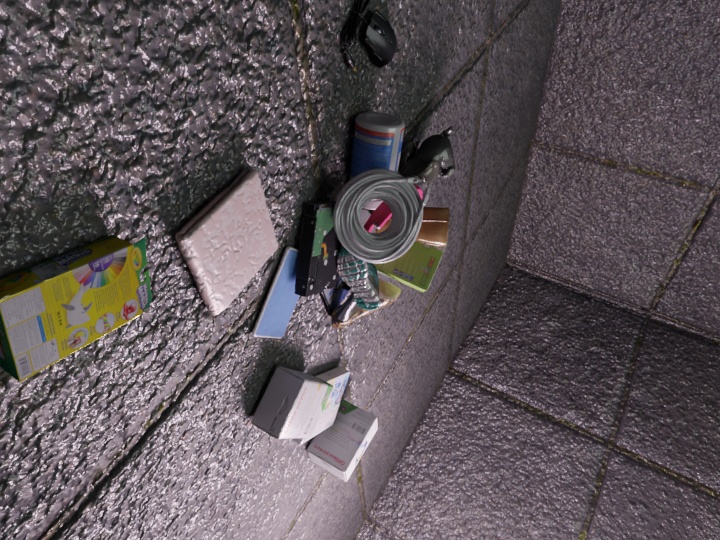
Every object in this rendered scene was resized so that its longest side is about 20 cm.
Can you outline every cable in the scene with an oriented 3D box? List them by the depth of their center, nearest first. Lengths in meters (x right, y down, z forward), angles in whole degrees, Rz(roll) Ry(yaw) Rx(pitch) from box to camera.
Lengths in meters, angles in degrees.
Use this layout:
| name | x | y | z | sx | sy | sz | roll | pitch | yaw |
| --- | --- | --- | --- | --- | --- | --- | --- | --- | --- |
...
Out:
| name | x | y | z | sx | sy | sz | roll | pitch | yaw |
| --- | --- | --- | --- | --- | --- | --- | --- | --- | --- |
| cable | 0.037 | -0.119 | 1.154 | 0.069 | 0.198 | 0.202 | -133 | -125 | -73 |

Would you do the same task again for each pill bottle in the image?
| name | x | y | z | sx | sy | sz | roll | pitch | yaw |
| --- | --- | --- | --- | --- | --- | --- | --- | --- | --- |
| pill bottle | 0.033 | -0.247 | 1.210 | 0.112 | 0.111 | 0.202 | -38 | 143 | -50 |

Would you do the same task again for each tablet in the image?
| name | x | y | z | sx | sy | sz | roll | pitch | yaw |
| --- | --- | --- | --- | --- | --- | --- | --- | --- | --- |
| tablet | -0.166 | 0.051 | 1.155 | 0.202 | 0.014 | 0.130 | -67 | 158 | 0 |

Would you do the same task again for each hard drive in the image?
| name | x | y | z | sx | sy | sz | roll | pitch | yaw |
| --- | --- | --- | --- | --- | --- | --- | --- | --- | --- |
| hard drive | -0.087 | -0.052 | 1.180 | 0.139 | 0.037 | 0.202 | -19 | 121 | -63 |

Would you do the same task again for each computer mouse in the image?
| name | x | y | z | sx | sy | sz | roll | pitch | yaw |
| --- | --- | --- | --- | --- | --- | --- | --- | --- | --- |
| computer mouse | 0.027 | -0.458 | 1.088 | 0.142 | 0.046 | 0.200 | -67 | 158 | -7 |
| computer mouse | 0.005 | -0.051 | 1.333 | 0.109 | 0.044 | 0.202 | -14 | 117 | -40 |

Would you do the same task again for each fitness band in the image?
| name | x | y | z | sx | sy | sz | roll | pitch | yaw |
| --- | --- | --- | --- | --- | --- | --- | --- | --- | --- |
| fitness band | 0.075 | -0.123 | 1.271 | 0.200 | 0.037 | 0.144 | -47 | 159 | -7 |

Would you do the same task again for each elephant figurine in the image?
| name | x | y | z | sx | sy | sz | roll | pitch | yaw |
| --- | --- | --- | --- | --- | --- | --- | --- | --- | --- |
| elephant figurine | 0.166 | -0.287 | 1.475 | 0.199 | 0.141 | 0.157 | -31 | 111 | -33 |

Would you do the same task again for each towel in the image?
| name | x | y | z | sx | sy | sz | roll | pitch | yaw |
| --- | --- | --- | --- | --- | --- | --- | --- | --- | --- |
| towel | -0.222 | -0.048 | 0.915 | 0.192 | 0.032 | 0.201 | -54 | 154 | -32 |

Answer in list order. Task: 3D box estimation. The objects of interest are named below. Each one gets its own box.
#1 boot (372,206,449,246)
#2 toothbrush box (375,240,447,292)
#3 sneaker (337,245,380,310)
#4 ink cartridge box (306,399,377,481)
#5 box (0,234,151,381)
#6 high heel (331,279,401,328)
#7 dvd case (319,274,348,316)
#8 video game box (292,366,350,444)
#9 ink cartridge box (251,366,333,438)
| name | x | y | z | sx | sy | sz | roll | pitch | yaw |
| --- | --- | --- | --- | --- | --- | --- | --- | --- | --- |
| boot | 0.131 | -0.160 | 1.374 | 0.066 | 0.197 | 0.177 | -83 | 178 | -77 |
| toothbrush box | 0.114 | -0.049 | 1.440 | 0.086 | 0.198 | 0.147 | 113 | 1 | -86 |
| sneaker | 0.000 | 0.000 | 1.276 | 0.092 | 0.077 | 0.201 | -76 | 154 | -46 |
| ink cartridge box | -0.055 | 0.528 | 1.666 | 0.201 | 0.144 | 0.088 | -53 | 155 | -34 |
| box | -0.355 | 0.034 | 0.670 | 0.200 | 0.048 | 0.118 | -35 | 140 | -50 |
| high heel | 0.013 | 0.095 | 1.423 | 0.199 | 0.072 | 0.143 | -7 | 146 | -43 |
| dvd case | -0.061 | 0.014 | 1.354 | 0.143 | 0.017 | 0.201 | -57 | 156 | -24 |
| video game box | -0.113 | 0.383 | 1.534 | 0.200 | 0.046 | 0.184 | -2 | 113 | -66 |
| ink cartridge box | -0.161 | 0.326 | 1.301 | 0.147 | 0.087 | 0.200 | -65 | 159 | -7 |
